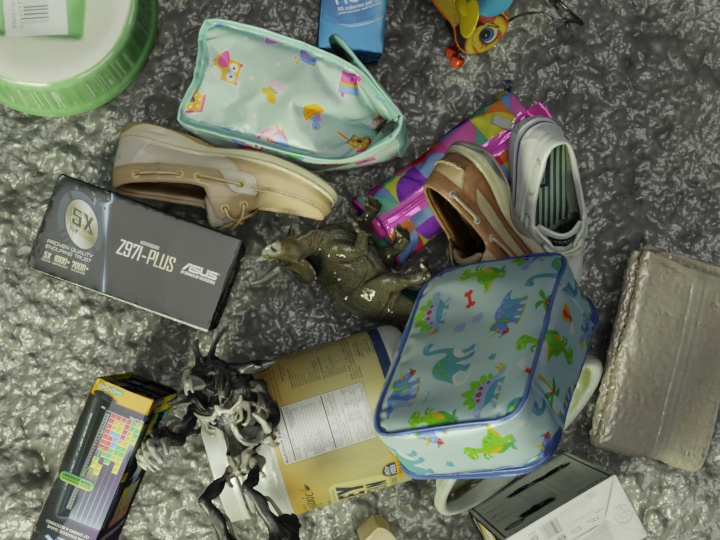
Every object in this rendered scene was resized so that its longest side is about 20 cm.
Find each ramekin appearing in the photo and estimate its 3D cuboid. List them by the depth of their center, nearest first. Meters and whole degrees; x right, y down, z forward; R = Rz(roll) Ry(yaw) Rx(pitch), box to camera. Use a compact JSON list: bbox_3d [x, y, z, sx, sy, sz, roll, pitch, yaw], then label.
[{"bbox_3d":[-0.291,-0.248,1.372,0.199,0.098,0.201,0,88,-3],"label":"ramekin"}]

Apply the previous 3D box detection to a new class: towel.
[{"bbox_3d":[0.290,0.083,1.403,0.132,0.034,0.201,15,88,-26],"label":"towel"}]

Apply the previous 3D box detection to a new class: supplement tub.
[{"bbox_3d":[-0.040,0.142,1.351,0.199,0.144,0.145,-17,89,-3],"label":"supplement tub"}]

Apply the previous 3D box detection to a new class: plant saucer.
[{"bbox_3d":[0.133,0.137,1.347,0.200,0.200,0.050,-42,69,-4],"label":"plant saucer"}]

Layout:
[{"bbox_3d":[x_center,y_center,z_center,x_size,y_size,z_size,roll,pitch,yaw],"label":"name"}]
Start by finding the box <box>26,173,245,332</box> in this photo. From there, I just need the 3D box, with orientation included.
[{"bbox_3d":[-0.193,-0.012,1.319,0.163,0.200,0.086,20,87,-2],"label":"box"}]

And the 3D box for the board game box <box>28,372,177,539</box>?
[{"bbox_3d":[-0.225,0.177,1.311,0.057,0.200,0.166,21,88,0],"label":"board game box"}]

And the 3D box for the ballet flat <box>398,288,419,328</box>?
[{"bbox_3d":[0.108,0.070,1.403,0.199,0.069,0.063,15,101,-1],"label":"ballet flat"}]

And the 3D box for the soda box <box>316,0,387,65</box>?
[{"bbox_3d":[-0.004,-0.301,1.405,0.064,0.068,0.201,4,88,-3],"label":"soda box"}]

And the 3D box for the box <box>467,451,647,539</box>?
[{"bbox_3d":[0.172,0.225,1.333,0.116,0.200,0.060,-30,91,-6],"label":"box"}]

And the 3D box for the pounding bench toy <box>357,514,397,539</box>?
[{"bbox_3d":[-0.018,0.341,1.355,0.155,0.124,0.201,-17,89,-3],"label":"pounding bench toy"}]

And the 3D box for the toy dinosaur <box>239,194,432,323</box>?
[{"bbox_3d":[0.000,0.000,1.346,0.200,0.077,0.102,33,123,-25],"label":"toy dinosaur"}]

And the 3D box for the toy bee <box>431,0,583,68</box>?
[{"bbox_3d":[0.103,-0.245,1.392,0.200,0.131,0.109,37,111,-12],"label":"toy bee"}]

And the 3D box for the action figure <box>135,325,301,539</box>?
[{"bbox_3d":[-0.115,0.145,1.232,0.119,0.102,0.201,-22,77,20],"label":"action figure"}]

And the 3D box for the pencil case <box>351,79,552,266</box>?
[{"bbox_3d":[0.089,-0.090,1.396,0.200,0.088,0.088,-37,90,-2],"label":"pencil case"}]

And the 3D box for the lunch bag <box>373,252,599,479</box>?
[{"bbox_3d":[0.102,0.079,1.236,0.160,0.200,0.083,-11,129,32],"label":"lunch bag"}]

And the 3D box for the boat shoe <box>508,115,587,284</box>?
[{"bbox_3d":[0.173,-0.041,1.366,0.073,0.067,0.201,-20,120,-10],"label":"boat shoe"}]

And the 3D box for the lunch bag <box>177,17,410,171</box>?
[{"bbox_3d":[-0.051,-0.147,1.345,0.199,0.170,0.122,13,87,2],"label":"lunch bag"}]

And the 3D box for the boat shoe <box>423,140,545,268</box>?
[{"bbox_3d":[0.113,-0.019,1.339,0.072,0.076,0.200,-41,112,-26],"label":"boat shoe"}]

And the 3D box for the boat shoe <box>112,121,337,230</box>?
[{"bbox_3d":[-0.122,-0.069,1.297,0.199,0.074,0.069,15,71,4],"label":"boat shoe"}]
